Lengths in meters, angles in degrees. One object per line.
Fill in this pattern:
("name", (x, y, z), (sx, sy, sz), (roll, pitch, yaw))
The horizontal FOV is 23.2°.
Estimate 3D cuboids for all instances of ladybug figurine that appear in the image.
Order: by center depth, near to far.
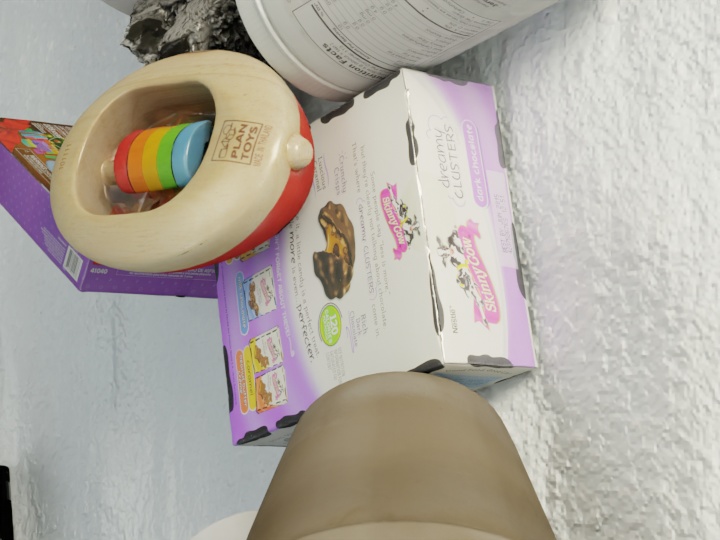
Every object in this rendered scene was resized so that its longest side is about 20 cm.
("ladybug figurine", (-0.096, -0.056, 1.007), (0.200, 0.072, 0.136), (2, 69, 44))

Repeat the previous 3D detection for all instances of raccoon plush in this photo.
("raccoon plush", (-0.052, -0.142, 1.114), (0.200, 0.134, 0.097), (-37, 34, 5))

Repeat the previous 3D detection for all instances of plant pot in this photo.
("plant pot", (0.019, 0.152, 0.879), (0.200, 0.200, 0.174), (-52, 24, 34))

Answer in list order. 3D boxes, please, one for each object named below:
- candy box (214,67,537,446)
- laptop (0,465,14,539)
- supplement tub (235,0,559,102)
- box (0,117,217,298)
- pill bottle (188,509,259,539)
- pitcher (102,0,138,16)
("candy box", (0.000, 0.000, 1.009), (0.200, 0.072, 0.168), (-25, 66, 48))
("laptop", (-0.330, 0.250, 1.362), (0.116, 0.200, 0.187), (-12, 73, 15))
("supplement tub", (0.038, -0.181, 0.937), (0.200, 0.132, 0.132), (-22, 69, 49))
("box", (-0.163, -0.043, 1.167), (0.200, 0.137, 0.039), (40, 118, 46))
("pill bottle", (-0.037, 0.238, 0.991), (0.111, 0.111, 0.200), (-56, 47, 31))
("pitcher", (-0.114, -0.278, 1.170), (0.200, 0.121, 0.172), (-55, 22, 22))
